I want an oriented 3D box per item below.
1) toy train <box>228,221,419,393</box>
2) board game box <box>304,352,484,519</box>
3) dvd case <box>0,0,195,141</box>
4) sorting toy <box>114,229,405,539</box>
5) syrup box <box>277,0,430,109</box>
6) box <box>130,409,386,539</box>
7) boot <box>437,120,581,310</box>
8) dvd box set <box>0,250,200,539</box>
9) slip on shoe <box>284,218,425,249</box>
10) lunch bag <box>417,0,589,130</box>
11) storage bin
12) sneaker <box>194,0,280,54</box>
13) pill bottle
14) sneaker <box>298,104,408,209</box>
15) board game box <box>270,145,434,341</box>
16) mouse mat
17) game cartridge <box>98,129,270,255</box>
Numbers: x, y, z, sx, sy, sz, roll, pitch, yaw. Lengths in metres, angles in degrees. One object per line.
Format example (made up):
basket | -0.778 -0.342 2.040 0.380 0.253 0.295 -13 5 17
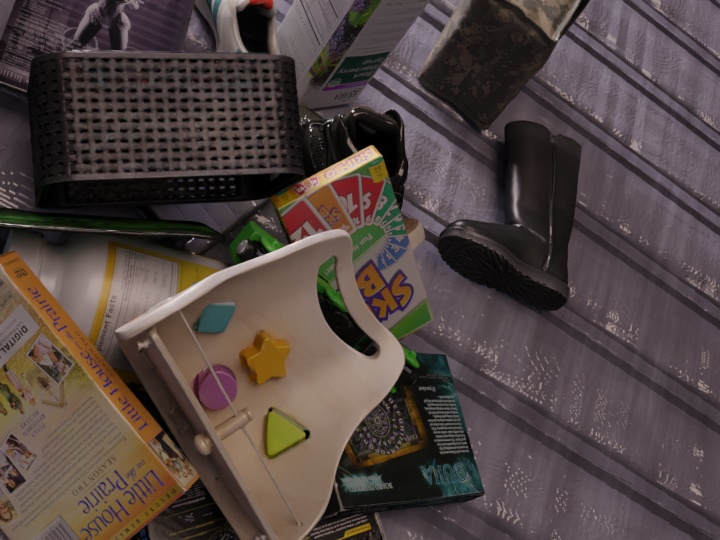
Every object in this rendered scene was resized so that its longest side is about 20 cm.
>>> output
toy train | -0.027 0.031 0.778 0.199 0.042 0.057 40 8 -29
board game box | 0.025 0.135 0.828 0.198 0.028 0.137 10 59 -49
dvd case | -0.229 -0.219 0.857 0.147 0.016 0.203 18 60 -20
sorting toy | -0.057 0.066 0.692 0.179 0.107 0.202 -33 114 -17
syrup box | -0.010 -0.241 0.919 0.078 0.200 0.082 -14 71 -34
box | -0.082 0.196 0.767 0.197 0.049 0.162 -10 75 -35
boot | 0.162 -0.079 1.028 0.163 0.065 0.203 28 59 -27
dvd box set | -0.223 0.109 0.670 0.201 0.146 0.029 49 22 0
slip on shoe | -0.024 -0.019 0.887 0.198 0.076 0.061 -25 96 -29
lunch bag | 0.172 -0.284 1.070 0.117 0.164 0.201 35 55 -4
storage bin | -0.154 -0.107 0.759 0.197 0.135 0.096 -5 86 -22
sneaker | -0.112 -0.255 0.932 0.069 0.093 0.203 -4 70 -31
pill bottle | -0.178 0.032 0.747 0.197 0.112 0.114 16 60 -23
sneaker | -0.016 -0.119 0.881 0.075 0.116 0.200 -5 40 -29
board game box | 0.000 0.000 0.825 0.094 0.202 0.030 -27 41 -8
mouse mat | -0.207 -0.036 0.725 0.196 0.161 0.008 4 95 -16
game cartridge | -0.175 -0.115 0.869 0.201 0.038 0.129 50 49 -1
